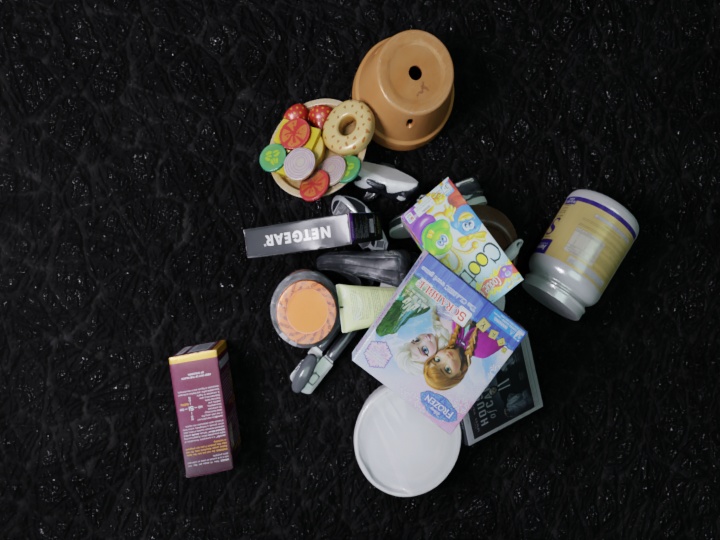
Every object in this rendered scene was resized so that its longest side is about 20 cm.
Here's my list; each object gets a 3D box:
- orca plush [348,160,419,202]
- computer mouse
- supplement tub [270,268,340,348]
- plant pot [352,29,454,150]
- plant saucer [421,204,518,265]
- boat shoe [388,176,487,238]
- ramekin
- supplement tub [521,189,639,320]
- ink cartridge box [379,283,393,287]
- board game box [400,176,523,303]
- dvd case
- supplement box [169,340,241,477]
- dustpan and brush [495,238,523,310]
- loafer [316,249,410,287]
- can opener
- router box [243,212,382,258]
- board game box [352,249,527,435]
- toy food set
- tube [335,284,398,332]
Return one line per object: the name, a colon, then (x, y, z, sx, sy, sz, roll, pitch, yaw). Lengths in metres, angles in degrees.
orca plush: (0.007, -0.155, 0.994, 0.192, 0.107, 0.073, 8, 122, -8)
computer mouse: (0.025, -0.066, 0.992, 0.044, 0.110, 0.201, -38, 87, -29)
supplement tub: (-0.092, 0.062, 0.922, 0.118, 0.200, 0.128, 0, 92, -5)
plant pot: (0.086, -0.332, 0.962, 0.192, 0.140, 0.208, 0, 90, -6)
plant saucer: (0.209, -0.018, 1.000, 0.193, 0.035, 0.207, -4, 114, -10)
boat shoe: (0.138, -0.117, 1.010, 0.194, 0.076, 0.062, -18, 74, -8)
ramekin: (0.080, 0.300, 0.999, 0.194, 0.094, 0.211, 0, 91, -7)
supplement tub: (0.403, -0.027, 1.000, 0.143, 0.145, 0.203, 34, 88, -6)
ink cartridge box: (0.081, 0.121, 0.945, 0.198, 0.067, 0.119, 37, 129, 24)
board game box: (0.166, -0.034, 0.900, 0.104, 0.103, 0.202, -37, 83, 4)
dvd case: (0.256, 0.218, 1.016, 0.195, 0.025, 0.156, -16, 94, -28)
supplement box: (-0.271, 0.238, 0.952, 0.082, 0.110, 0.208, -8, 92, -5)
dustpan and brush: (0.233, 0.029, 0.983, 0.138, 0.058, 0.201, 34, 110, -23)
loafer: (0.000, 0.000, 0.953, 0.195, 0.067, 0.073, 1, 92, 36)
can opener: (-0.056, 0.143, 0.994, 0.053, 0.067, 0.202, 39, 88, -6)
router box: (-0.075, -0.061, 0.909, 0.193, 0.148, 0.053, -7, 94, 22)
board game box: (0.119, 0.111, 0.826, 0.197, 0.041, 0.202, 35, 98, -5)
toy food set: (-0.078, -0.219, 0.955, 0.194, 0.049, 0.203, 19, 78, 19)
tube: (0.055, 0.056, 0.877, 0.193, 0.058, 0.054, -2, 117, -22)
